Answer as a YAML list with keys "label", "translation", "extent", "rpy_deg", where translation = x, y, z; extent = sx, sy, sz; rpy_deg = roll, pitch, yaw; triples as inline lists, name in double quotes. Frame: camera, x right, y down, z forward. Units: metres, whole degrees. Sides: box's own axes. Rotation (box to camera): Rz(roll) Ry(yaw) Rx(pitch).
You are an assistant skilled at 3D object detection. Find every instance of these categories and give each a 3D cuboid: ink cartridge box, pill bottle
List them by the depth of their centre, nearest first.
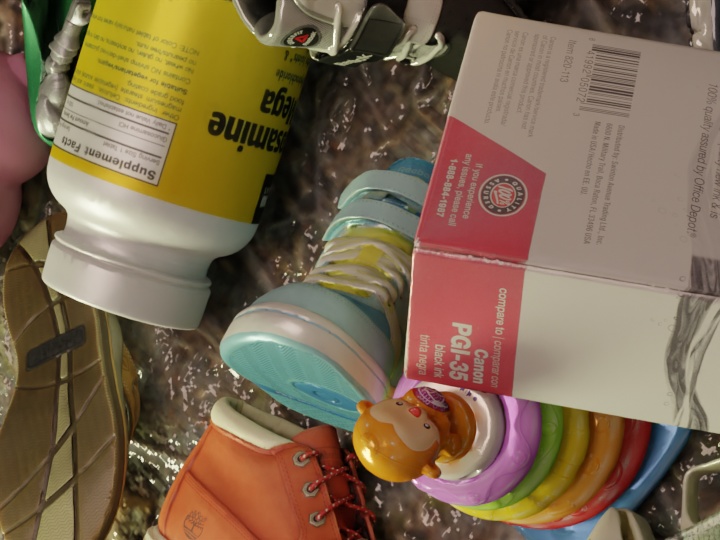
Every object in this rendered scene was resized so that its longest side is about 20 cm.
- label: "ink cartridge box"
  translation: [0.128, -0.015, 0.895]
  extent: [0.198, 0.083, 0.147]
  rpy_deg: [10, 46, 7]
- label: "pill bottle"
  translation: [-0.091, -0.078, 1.119]
  extent: [0.112, 0.112, 0.202]
  rpy_deg: [21, 97, 34]

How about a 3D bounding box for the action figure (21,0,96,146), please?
- label: "action figure"
  translation: [-0.137, -0.135, 1.171]
  extent: [0.054, 0.118, 0.202]
  rpy_deg: [14, 101, 42]

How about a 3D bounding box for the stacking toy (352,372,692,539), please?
- label: "stacking toy"
  translation: [0.051, 0.064, 0.948]
  extent: [0.116, 0.200, 0.110]
  rpy_deg: [43, 108, 21]

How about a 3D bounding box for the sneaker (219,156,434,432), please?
- label: "sneaker"
  translation: [0.000, 0.000, 1.004]
  extent: [0.079, 0.200, 0.132]
  rpy_deg: [20, 82, 9]

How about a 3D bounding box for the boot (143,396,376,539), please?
- label: "boot"
  translation: [-0.018, 0.134, 1.069]
  extent: [0.199, 0.075, 0.108]
  rpy_deg: [26, 93, 35]

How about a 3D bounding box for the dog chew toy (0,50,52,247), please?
- label: "dog chew toy"
  translation: [-0.243, -0.042, 1.219]
  extent: [0.200, 0.124, 0.125]
  rpy_deg: [-43, 63, 13]

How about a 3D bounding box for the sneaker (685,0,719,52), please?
- label: "sneaker"
  translation: [0.187, -0.143, 0.965]
  extent: [0.079, 0.077, 0.202]
  rpy_deg: [8, 90, 22]

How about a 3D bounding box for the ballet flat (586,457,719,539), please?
- label: "ballet flat"
  translation: [0.141, 0.125, 0.967]
  extent: [0.199, 0.074, 0.075]
  rpy_deg: [-27, 70, 22]

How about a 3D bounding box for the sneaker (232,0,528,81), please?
- label: "sneaker"
  translation: [-0.008, -0.123, 1.033]
  extent: [0.074, 0.199, 0.089]
  rpy_deg: [-40, 19, 58]

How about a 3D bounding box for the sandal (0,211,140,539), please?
- label: "sandal"
  translation: [-0.150, 0.065, 1.181]
  extent: [0.080, 0.054, 0.202]
  rpy_deg: [-21, 58, 24]
